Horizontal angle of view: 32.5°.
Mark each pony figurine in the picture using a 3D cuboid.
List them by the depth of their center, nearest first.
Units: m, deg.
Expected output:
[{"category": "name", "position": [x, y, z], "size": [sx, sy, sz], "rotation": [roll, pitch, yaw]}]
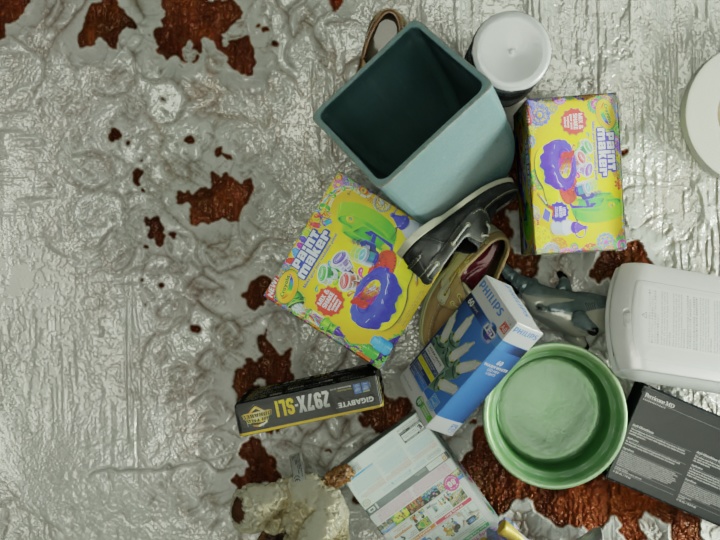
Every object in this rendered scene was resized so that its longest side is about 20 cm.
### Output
[{"category": "pony figurine", "position": [0.258, 0.416, 1.684], "size": [0.199, 0.193, 0.167], "rotation": [31, 94, -8]}]

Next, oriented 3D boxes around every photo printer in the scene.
[{"category": "photo printer", "position": [0.431, 0.078, 1.704], "size": [0.198, 0.069, 0.168], "rotation": [9, 72, -14]}]

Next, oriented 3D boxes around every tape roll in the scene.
[{"category": "tape roll", "position": [0.554, -0.222, 1.749], "size": [0.201, 0.037, 0.205], "rotation": [0, 90, 2]}]

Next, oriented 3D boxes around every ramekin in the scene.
[{"category": "ramekin", "position": [0.267, 0.198, 1.735], "size": [0.198, 0.098, 0.202], "rotation": [0, 91, 2]}]

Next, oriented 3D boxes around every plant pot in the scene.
[{"category": "plant pot", "position": [0.094, -0.172, 1.675], "size": [0.196, 0.200, 0.197], "rotation": [-42, 47, 1]}]

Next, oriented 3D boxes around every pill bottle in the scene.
[{"category": "pill bottle", "position": [0.193, -0.280, 1.679], "size": [0.105, 0.200, 0.107], "rotation": [0, 90, -1]}]

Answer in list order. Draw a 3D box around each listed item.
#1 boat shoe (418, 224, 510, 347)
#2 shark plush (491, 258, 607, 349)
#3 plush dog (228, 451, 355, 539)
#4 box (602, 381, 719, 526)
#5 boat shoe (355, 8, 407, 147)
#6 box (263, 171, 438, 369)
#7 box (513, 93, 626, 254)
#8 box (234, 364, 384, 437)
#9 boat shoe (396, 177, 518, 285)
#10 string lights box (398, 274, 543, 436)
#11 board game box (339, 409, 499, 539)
[{"category": "boat shoe", "position": [0.146, 0.028, 1.740], "size": [0.074, 0.066, 0.201], "rotation": [22, 95, -27]}, {"category": "shark plush", "position": [0.279, 0.041, 1.769], "size": [0.199, 0.091, 0.084], "rotation": [24, 71, 22]}, {"category": "plush dog", "position": [-0.067, 0.368, 1.727], "size": [0.199, 0.173, 0.160], "rotation": [29, 52, 31]}, {"category": "box", "position": [0.457, 0.260, 1.739], "size": [0.199, 0.079, 0.142], "rotation": [23, 95, 2]}, {"category": "boat shoe", "position": [0.023, -0.274, 1.749], "size": [0.075, 0.072, 0.202], "rotation": [6, 91, 2]}, {"category": "box", "position": [0.000, 0.000, 1.730], "size": [0.192, 0.122, 0.201], "rotation": [31, 91, 2]}, {"category": "box", "position": [0.280, -0.125, 1.675], "size": [0.121, 0.193, 0.202], "rotation": [-3, 90, 2]}, {"category": "box", "position": [-0.067, 0.177, 1.716], "size": [0.198, 0.160, 0.050], "rotation": [-12, 90, 1]}, {"category": "boat shoe", "position": [0.140, -0.053, 1.638], "size": [0.199, 0.072, 0.068], "rotation": [-35, 74, -25]}, {"category": "string lights box", "position": [0.149, 0.117, 1.694], "size": [0.059, 0.103, 0.200], "rotation": [21, 116, -38]}, {"category": "board game box", "position": [0.083, 0.319, 1.761], "size": [0.147, 0.064, 0.201], "rotation": [-35, 88, 3]}]
